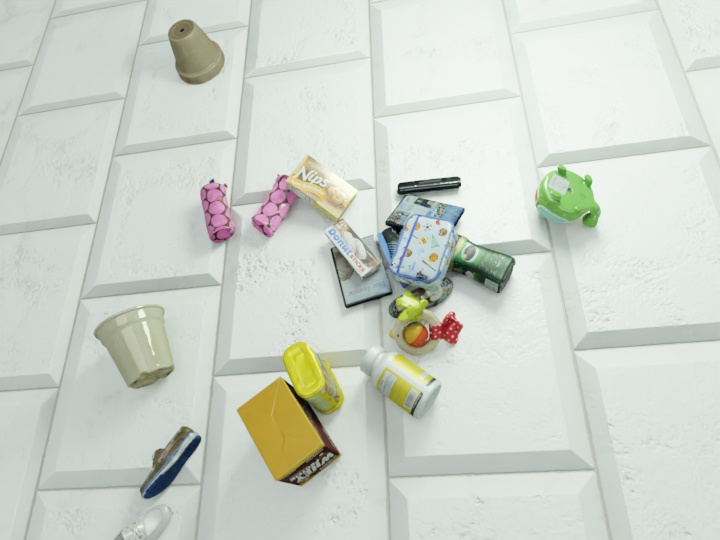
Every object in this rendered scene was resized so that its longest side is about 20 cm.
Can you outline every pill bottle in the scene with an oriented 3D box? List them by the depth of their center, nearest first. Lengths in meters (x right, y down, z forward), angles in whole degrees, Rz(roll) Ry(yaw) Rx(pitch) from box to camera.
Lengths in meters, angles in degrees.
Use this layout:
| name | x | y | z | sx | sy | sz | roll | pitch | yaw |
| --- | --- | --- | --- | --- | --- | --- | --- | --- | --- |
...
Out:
| name | x | y | z | sx | sy | sz | roll | pitch | yaw |
| --- | --- | --- | --- | --- | --- | --- | --- | --- | --- |
| pill bottle | 0.099 | 0.278 | 1.340 | 0.199 | 0.111 | 0.112 | 33 | 75 | 23 |

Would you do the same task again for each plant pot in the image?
| name | x | y | z | sx | sy | sz | roll | pitch | yaw |
| --- | --- | --- | --- | --- | --- | --- | --- | --- | --- |
| plant pot | -0.627 | 0.226 | 1.487 | 0.199 | 0.201 | 0.184 | -28 | 74 | -2 |
| plant pot | -0.644 | -0.847 | 1.991 | 0.198 | 0.175 | 0.202 | -5 | 65 | 10 |

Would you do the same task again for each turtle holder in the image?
| name | x | y | z | sx | sy | sz | roll | pitch | yaw |
| --- | --- | --- | --- | --- | --- | --- | --- | --- | --- |
| turtle holder | 0.575 | -0.198 | 1.452 | 0.184 | 0.132 | 0.142 | 4 | 68 | -9 |

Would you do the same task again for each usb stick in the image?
| name | x | y | z | sx | sy | sz | roll | pitch | yaw |
| --- | --- | --- | --- | --- | --- | --- | --- | --- | --- |
| usb stick | 0.211 | -0.263 | 1.611 | 0.198 | 0.033 | 0.056 | -5 | 30 | 9 |

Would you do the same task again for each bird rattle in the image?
| name | x | y | z | sx | sy | sz | roll | pitch | yaw |
| --- | --- | --- | --- | --- | --- | --- | --- | --- | --- |
| bird rattle | 0.168 | 0.151 | 1.390 | 0.163 | 0.199 | 0.113 | -51 | 20 | 17 |

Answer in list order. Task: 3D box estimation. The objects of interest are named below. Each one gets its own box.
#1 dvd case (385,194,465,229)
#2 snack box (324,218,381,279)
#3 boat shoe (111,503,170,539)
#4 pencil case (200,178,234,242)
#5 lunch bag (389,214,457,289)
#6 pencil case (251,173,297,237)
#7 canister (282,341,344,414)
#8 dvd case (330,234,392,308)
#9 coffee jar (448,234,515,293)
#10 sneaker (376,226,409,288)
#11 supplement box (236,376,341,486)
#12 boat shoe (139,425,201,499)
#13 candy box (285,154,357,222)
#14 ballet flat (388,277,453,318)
| name | x | y | z | sx | sy | sz | roll | pitch | yaw |
| --- | --- | --- | --- | --- | --- | --- | --- | --- | --- |
| dvd case | 0.190 | -0.159 | 1.540 | 0.199 | 0.018 | 0.143 | 17 | 52 | 26 |
| snack box | -0.024 | -0.066 | 1.538 | 0.072 | 0.024 | 0.200 | -36 | 62 | -7 |
| boat shoe | -0.575 | 0.674 | 1.317 | 0.200 | 0.069 | 0.071 | -43 | 63 | -10 |
| pencil case | -0.460 | -0.191 | 1.686 | 0.093 | 0.091 | 0.201 | -15 | 65 | -8 |
| lunch bag | 0.167 | -0.050 | 1.420 | 0.159 | 0.076 | 0.201 | 16 | 74 | 26 |
| pencil case | -0.272 | -0.210 | 1.663 | 0.093 | 0.091 | 0.201 | 33 | 70 | -13 |
| canister | -0.119 | 0.277 | 1.336 | 0.086 | 0.200 | 0.149 | -29 | 63 | -2 |
| dvd case | 0.000 | 0.000 | 1.535 | 0.141 | 0.018 | 0.201 | -17 | 63 | 2 |
| coffee jar | 0.320 | -0.024 | 1.450 | 0.199 | 0.085 | 0.105 | 27 | 73 | 22 |
| sneaker | 0.114 | -0.046 | 1.513 | 0.077 | 0.070 | 0.201 | -26 | 62 | 6 |
| supplement box | -0.171 | 0.402 | 1.288 | 0.132 | 0.200 | 0.198 | -36 | 63 | -7 |
| boat shoe | -0.515 | 0.508 | 1.390 | 0.072 | 0.072 | 0.200 | 28 | 64 | 27 |
| candy box | -0.121 | -0.256 | 1.630 | 0.199 | 0.055 | 0.116 | 36 | 74 | 1 |
| ballet flat | 0.171 | 0.077 | 1.443 | 0.199 | 0.072 | 0.072 | -26 | 63 | -1 |
